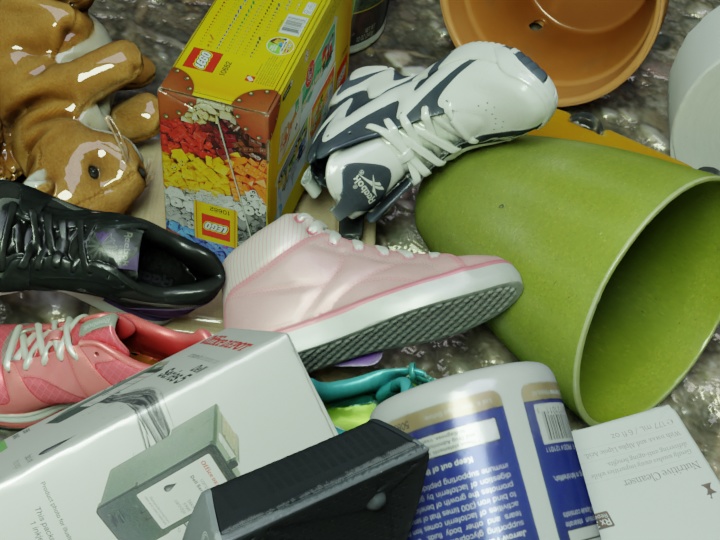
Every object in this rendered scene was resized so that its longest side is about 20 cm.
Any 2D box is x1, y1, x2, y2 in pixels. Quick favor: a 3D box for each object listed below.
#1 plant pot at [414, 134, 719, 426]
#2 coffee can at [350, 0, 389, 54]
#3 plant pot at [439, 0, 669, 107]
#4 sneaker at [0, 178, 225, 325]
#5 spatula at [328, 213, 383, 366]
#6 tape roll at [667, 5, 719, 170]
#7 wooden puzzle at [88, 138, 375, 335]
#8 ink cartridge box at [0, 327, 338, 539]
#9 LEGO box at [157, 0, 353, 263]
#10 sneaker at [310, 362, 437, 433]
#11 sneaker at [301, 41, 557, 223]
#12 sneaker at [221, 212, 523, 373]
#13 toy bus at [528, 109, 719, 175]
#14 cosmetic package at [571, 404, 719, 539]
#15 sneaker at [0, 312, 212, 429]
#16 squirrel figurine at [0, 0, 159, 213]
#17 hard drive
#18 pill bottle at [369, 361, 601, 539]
[{"bbox_3d":[0.138,-0.017,0.909,0.186,0.189,0.199,-29,44,-33],"label":"plant pot"},{"bbox_3d":[-0.030,-0.309,1.096,0.145,0.201,0.147,6,48,-7],"label":"coffee can"},{"bbox_3d":[0.186,-0.260,1.124,0.199,0.201,0.140,29,32,14],"label":"plant pot"},{"bbox_3d":[-0.176,-0.019,0.785,0.199,0.087,0.077,14,74,-35],"label":"sneaker"},{"bbox_3d":[-0.009,-0.016,0.907,0.056,0.021,0.201,-2,47,6],"label":"spatula"},{"bbox_3d":[0.350,-0.133,1.028,0.200,0.203,0.071,12,47,-2],"label":"tape roll"},{"bbox_3d":[-0.089,-0.016,0.937,0.198,0.037,0.186,5,48,-3],"label":"wooden puzzle"},{"bbox_3d":[-0.125,0.111,0.702,0.199,0.145,0.085,-27,98,-18],"label":"ink cartridge box"},{"bbox_3d":[-0.070,-0.124,0.910,0.076,0.150,0.201,15,47,8],"label":"LEGO box"},{"bbox_3d":[0.041,0.102,0.827,0.198,0.080,0.078,-1,48,-15],"label":"sneaker"},{"bbox_3d":[0.035,-0.084,0.876,0.198,0.080,0.130,7,54,41],"label":"sneaker"},{"bbox_3d":[0.000,0.000,0.830,0.198,0.075,0.106,-16,67,3],"label":"sneaker"},{"bbox_3d":[0.198,-0.063,1.012,0.198,0.079,0.065,26,47,10],"label":"toy bus"},{"bbox_3d":[0.184,0.194,0.776,0.112,0.082,0.201,-11,51,-24],"label":"cosmetic package"},{"bbox_3d":[-0.179,0.052,0.815,0.198,0.087,0.074,7,46,-6],"label":"sneaker"},{"bbox_3d":[-0.240,-0.099,0.928,0.198,0.142,0.188,-13,62,-2],"label":"squirrel figurine"},{"bbox_3d":[-0.040,0.162,0.670,0.134,0.201,0.042,-20,54,-29],"label":"hard drive"},{"bbox_3d":[0.081,0.163,0.722,0.115,0.116,0.202,-9,75,-20],"label":"pill bottle"}]
